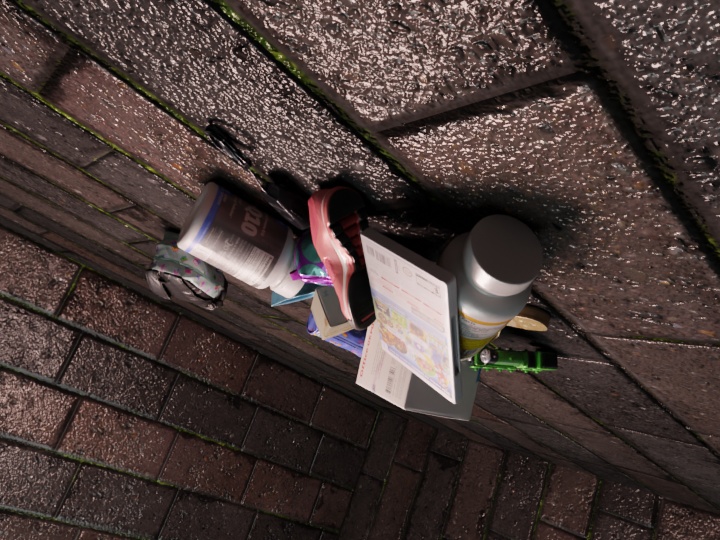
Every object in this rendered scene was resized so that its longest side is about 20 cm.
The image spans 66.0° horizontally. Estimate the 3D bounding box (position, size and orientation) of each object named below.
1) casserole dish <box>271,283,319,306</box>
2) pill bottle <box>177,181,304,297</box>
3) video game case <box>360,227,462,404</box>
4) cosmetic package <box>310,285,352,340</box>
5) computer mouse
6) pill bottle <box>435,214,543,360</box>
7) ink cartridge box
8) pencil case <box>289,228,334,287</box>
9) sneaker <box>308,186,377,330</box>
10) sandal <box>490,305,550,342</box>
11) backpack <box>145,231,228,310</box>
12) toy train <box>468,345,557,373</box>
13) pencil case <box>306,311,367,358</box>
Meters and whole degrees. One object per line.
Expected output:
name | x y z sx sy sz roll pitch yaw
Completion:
casserole dish | -0.107 0.033 1.069 0.119 0.040 0.199 -13 177 -26
pill bottle | -0.176 -0.042 0.881 0.198 0.116 0.113 29 162 -24
video game case | 0.064 0.058 0.679 0.142 0.018 0.203 33 145 41
cosmetic package | -0.029 0.065 0.996 0.103 0.072 0.200 -21 171 -10
computer mouse | -0.126 -0.123 0.729 0.058 0.034 0.200 29 167 45
pill bottle | 0.135 0.024 0.664 0.111 0.114 0.201 21 150 0
ink cartridge box | 0.105 0.167 1.019 0.142 0.151 0.199 15 177 -25
pencil case | 0.000 0.000 0.818 0.196 0.093 0.086 15 150 24
sneaker | -0.019 -0.019 0.742 0.086 0.073 0.204 20 129 52
sandal | 0.198 0.092 0.891 0.077 0.071 0.209 34 159 -36
backpack | -0.407 0.002 1.284 0.163 0.129 0.201 6 159 11
toy train | 0.266 0.154 0.956 0.197 0.043 0.056 9 166 -33
pencil case | -0.035 0.156 1.360 0.198 0.079 0.087 30 -169 -25
